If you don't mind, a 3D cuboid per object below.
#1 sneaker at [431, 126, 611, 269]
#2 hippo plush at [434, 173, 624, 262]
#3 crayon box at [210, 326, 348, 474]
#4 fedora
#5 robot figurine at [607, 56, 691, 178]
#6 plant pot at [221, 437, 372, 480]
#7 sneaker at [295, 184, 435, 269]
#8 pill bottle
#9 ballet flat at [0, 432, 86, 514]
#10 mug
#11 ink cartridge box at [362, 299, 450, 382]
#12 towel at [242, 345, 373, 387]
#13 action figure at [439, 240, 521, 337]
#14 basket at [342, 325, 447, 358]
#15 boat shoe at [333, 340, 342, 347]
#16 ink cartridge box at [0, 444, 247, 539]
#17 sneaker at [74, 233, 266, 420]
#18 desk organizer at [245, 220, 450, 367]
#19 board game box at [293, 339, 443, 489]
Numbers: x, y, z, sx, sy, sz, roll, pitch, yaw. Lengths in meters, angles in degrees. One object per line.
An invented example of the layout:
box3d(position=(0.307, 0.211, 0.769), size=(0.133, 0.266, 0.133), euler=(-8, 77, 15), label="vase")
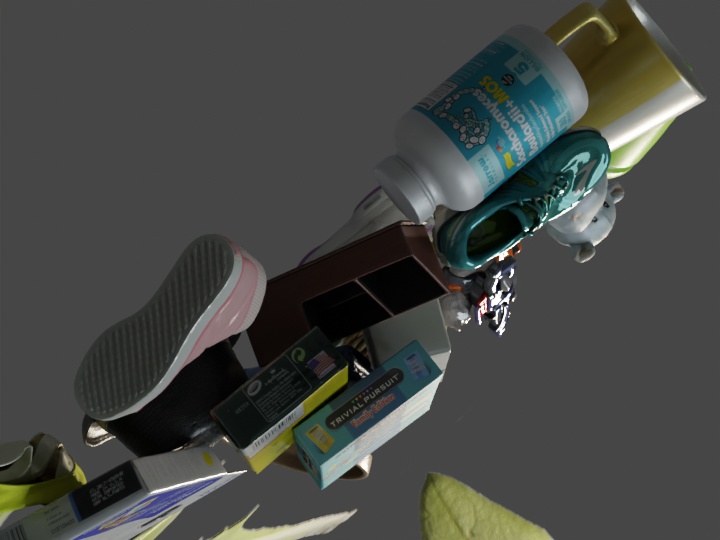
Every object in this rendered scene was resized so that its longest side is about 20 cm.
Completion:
box3d(position=(0.163, -0.062, 1.259), size=(0.200, 0.078, 0.080), euler=(-37, -162, -2), label="sneaker")
box3d(position=(0.180, -0.065, 1.381), size=(0.159, 0.161, 0.200), euler=(-53, 155, -15), label="hippo plush")
box3d(position=(-0.075, 0.131, 1.269), size=(0.127, 0.051, 0.200), euler=(-39, 168, -11), label="crayon box")
box3d(position=(-0.176, 0.134, 1.306), size=(0.200, 0.092, 0.201), euler=(-38, 166, -11), label="fedora")
box3d(position=(0.313, -0.192, 1.588), size=(0.175, 0.116, 0.200), euler=(-36, 166, -41), label="robot figurine")
box3d(position=(-0.075, 0.189, 1.642), size=(0.201, 0.200, 0.093), euler=(95, 11, -70), label="plant pot")
box3d(position=(0.000, 0.000, 1.366), size=(0.200, 0.100, 0.075), euler=(-46, 168, 21), label="sneaker")
box3d(position=(0.109, -0.132, 1.236), size=(0.200, 0.111, 0.111), euler=(-40, 166, -7), label="pill bottle")
box3d(position=(-0.304, 0.182, 1.186), size=(0.067, 0.067, 0.200), euler=(-64, 159, 12), label="ballet flat")
box3d(position=(0.256, -0.211, 1.413), size=(0.153, 0.187, 0.150), euler=(-38, -159, 22), label="mug")
box3d(position=(0.043, 0.053, 1.500), size=(0.084, 0.145, 0.200), euler=(-13, 166, -4), label="ink cartridge box")
box3d(position=(-0.087, 0.130, 1.466), size=(0.200, 0.049, 0.112), euler=(-14, 156, 15), label="towel")
box3d(position=(0.146, -0.004, 1.565), size=(0.194, 0.104, 0.200), euler=(-57, 162, -25), label="action figure")
box3d(position=(0.036, 0.119, 1.717), size=(0.143, 0.149, 0.200), euler=(-21, 155, -54), label="basket")
box3d(position=(-0.050, 0.072, 1.523), size=(0.075, 0.062, 0.200), euler=(-39, 168, -18), label="boat shoe")
box3d(position=(-0.235, 0.227, 1.242), size=(0.197, 0.047, 0.200), euler=(-31, 169, 16), label="ink cartridge box")
box3d(position=(-0.159, 0.057, 1.159), size=(0.200, 0.075, 0.105), euler=(-48, 160, 8), label="sneaker")
box3d(position=(-0.019, 0.024, 1.293), size=(0.200, 0.077, 0.072), euler=(-24, 173, 22), label="desk organizer")
box3d(position=(0.006, 0.152, 1.352), size=(0.151, 0.047, 0.200), euler=(-36, 168, -11), label="board game box")
